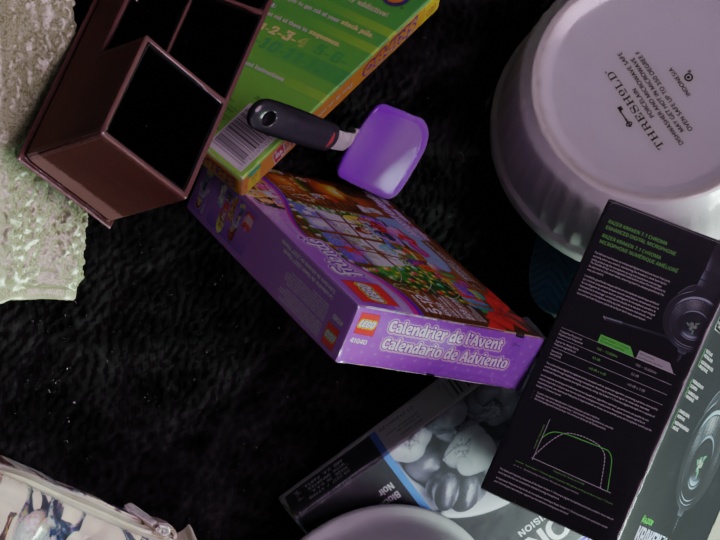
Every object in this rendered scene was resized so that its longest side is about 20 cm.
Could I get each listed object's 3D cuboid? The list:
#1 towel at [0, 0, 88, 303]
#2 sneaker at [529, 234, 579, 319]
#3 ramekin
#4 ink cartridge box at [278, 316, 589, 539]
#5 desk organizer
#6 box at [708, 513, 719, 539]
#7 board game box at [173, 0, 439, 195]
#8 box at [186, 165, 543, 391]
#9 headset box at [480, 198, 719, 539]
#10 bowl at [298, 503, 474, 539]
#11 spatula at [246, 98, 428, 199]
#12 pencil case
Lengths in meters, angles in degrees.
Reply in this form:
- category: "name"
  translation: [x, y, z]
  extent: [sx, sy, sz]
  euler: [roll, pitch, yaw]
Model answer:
- category: "towel"
  translation: [-0.220, -0.076, 1.323]
  extent: [0.148, 0.036, 0.201]
  euler: [-7, 99, -36]
- category: "sneaker"
  translation: [0.172, -0.050, 1.591]
  extent: [0.081, 0.076, 0.201]
  euler: [42, 66, -55]
- category: "ramekin"
  translation: [0.185, -0.103, 1.507]
  extent: [0.202, 0.094, 0.203]
  euler: [0, 73, 1]
- category: "ink cartridge box"
  translation: [0.082, 0.162, 1.518]
  extent: [0.198, 0.043, 0.200]
  euler: [-37, 118, 0]
- category: "desk organizer"
  translation: [-0.110, -0.131, 1.334]
  extent: [0.072, 0.077, 0.200]
  euler: [38, 58, -30]
- category: "box"
  translation: [0.239, 0.129, 1.625]
  extent: [0.078, 0.095, 0.200]
  euler: [-38, 124, 16]
- category: "board game box"
  translation: [-0.040, -0.141, 1.416]
  extent: [0.095, 0.030, 0.200]
  euler: [39, 69, 14]
- category: "box"
  translation: [0.000, 0.000, 1.389]
  extent: [0.137, 0.200, 0.039]
  euler: [10, 111, -36]
- category: "headset box"
  translation: [0.177, 0.069, 1.405]
  extent: [0.201, 0.093, 0.174]
  euler: [-66, 154, -4]
- category: "bowl"
  translation: [0.025, 0.252, 1.436]
  extent: [0.200, 0.090, 0.202]
  euler: [-7, 105, -28]
- category: "spatula"
  translation: [-0.014, -0.080, 1.396]
  extent: [0.057, 0.021, 0.200]
  euler: [-58, 156, 10]
- category: "pencil case"
  translation: [-0.193, 0.146, 1.340]
  extent: [0.200, 0.078, 0.090]
  euler: [29, 104, -34]
